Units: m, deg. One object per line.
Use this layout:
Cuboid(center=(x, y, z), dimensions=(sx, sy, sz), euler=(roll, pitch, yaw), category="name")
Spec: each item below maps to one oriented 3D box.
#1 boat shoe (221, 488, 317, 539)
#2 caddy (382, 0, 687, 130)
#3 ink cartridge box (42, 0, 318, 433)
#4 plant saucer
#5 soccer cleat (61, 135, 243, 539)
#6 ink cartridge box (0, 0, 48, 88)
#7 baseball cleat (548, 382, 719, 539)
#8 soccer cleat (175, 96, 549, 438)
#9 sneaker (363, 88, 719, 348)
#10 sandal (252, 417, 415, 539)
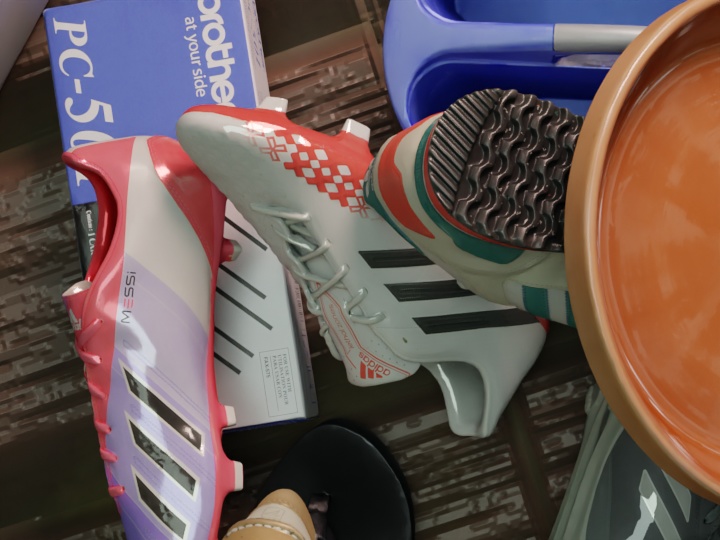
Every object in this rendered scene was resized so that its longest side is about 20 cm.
Cuboid(center=(-0.036, 0.181, 0.765), dimensions=(0.071, 0.076, 0.201), euler=(13, 123, 5), category="boat shoe")
Cuboid(center=(0.110, -0.091, 0.772), dimensions=(0.198, 0.105, 0.143), euler=(3, 89, 8), category="caddy")
Cuboid(center=(-0.081, -0.025, 0.828), dimensions=(0.093, 0.044, 0.202), euler=(-9, 86, 6), category="ink cartridge box")
Cuboid(center=(0.158, -0.008, 0.691), dimensions=(0.199, 0.032, 0.202), euler=(2, 85, -28), category="plant saucer")
Cuboid(center=(-0.092, 0.043, 0.764), dimensions=(0.076, 0.067, 0.202), euler=(4, 83, -20), category="soccer cleat")
Cuboid(center=(-0.240, -0.110, 0.835), dimensions=(0.144, 0.085, 0.201), euler=(30, 93, 8), category="ink cartridge box")
Cuboid(center=(0.136, 0.097, 0.789), dimensions=(0.106, 0.070, 0.201), euler=(22, 95, -5), category="baseball cleat")
Cuboid(center=(0.000, 0.000, 0.761), dimensions=(0.199, 0.068, 0.086), euler=(33, 70, -31), category="soccer cleat")
Cuboid(center=(0.090, -0.011, 0.725), dimensions=(0.199, 0.093, 0.071), euler=(23, 76, -26), category="sneaker")
Cuboid(center=(-0.033, 0.165, 0.813), dimensions=(0.076, 0.043, 0.202), euler=(22, 91, 9), category="sandal")
